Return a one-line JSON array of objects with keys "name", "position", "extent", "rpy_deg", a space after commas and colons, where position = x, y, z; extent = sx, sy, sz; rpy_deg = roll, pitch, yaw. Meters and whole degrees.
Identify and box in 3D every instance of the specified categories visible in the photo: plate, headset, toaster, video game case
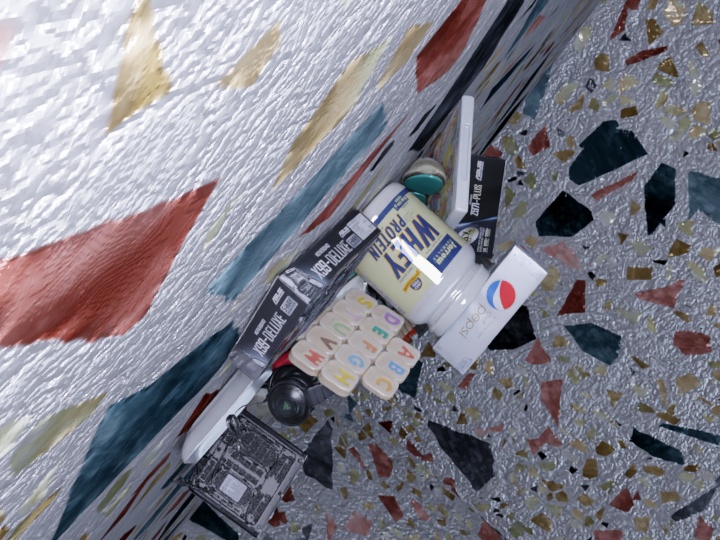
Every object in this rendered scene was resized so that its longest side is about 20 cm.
[{"name": "plate", "position": [-0.200, 0.203, 1.144], "extent": [0.201, 0.032, 0.200], "rpy_deg": [-51, 177, -15]}, {"name": "headset", "position": [-0.095, 0.189, 1.075], "extent": [0.196, 0.096, 0.123], "rpy_deg": [-22, -172, -5]}, {"name": "toaster", "position": [-0.228, 0.383, 1.455], "extent": [0.183, 0.198, 0.119], "rpy_deg": [-56, -179, -19]}, {"name": "video game case", "position": [0.141, -0.148, 1.205], "extent": [0.200, 0.022, 0.187], "rpy_deg": [115, -18, -73]}]

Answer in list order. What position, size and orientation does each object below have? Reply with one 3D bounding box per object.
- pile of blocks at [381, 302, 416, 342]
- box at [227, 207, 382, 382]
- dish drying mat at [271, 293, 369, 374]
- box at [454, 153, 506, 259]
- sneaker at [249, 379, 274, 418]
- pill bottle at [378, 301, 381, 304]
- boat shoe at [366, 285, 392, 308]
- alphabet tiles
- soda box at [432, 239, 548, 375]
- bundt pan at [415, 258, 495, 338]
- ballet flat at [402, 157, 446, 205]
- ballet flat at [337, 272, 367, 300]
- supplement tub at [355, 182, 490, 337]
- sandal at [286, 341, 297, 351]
[{"name": "pile of blocks", "position": [0.072, 0.079, 1.272], "extent": [0.081, 0.063, 0.200], "rpy_deg": [-19, -162, 47]}, {"name": "box", "position": [-0.066, 0.027, 0.941], "extent": [0.159, 0.050, 0.200], "rpy_deg": [-54, 175, 39]}, {"name": "dish drying mat", "position": [-0.060, 0.112, 1.188], "extent": [0.198, 0.018, 0.078], "rpy_deg": [-36, 147, -30]}, {"name": "box", "position": [0.180, -0.121, 1.322], "extent": [0.200, 0.084, 0.168], "rpy_deg": [-109, -153, -79]}, {"name": "sneaker", "position": [-0.152, 0.206, 1.324], "extent": [0.085, 0.075, 0.199], "rpy_deg": [-50, -165, -21]}, {"name": "pill bottle", "position": [0.063, -0.008, 1.445], "extent": [0.115, 0.114, 0.201], "rpy_deg": [-48, 175, -24]}, {"name": "boat shoe", "position": [0.026, 0.021, 1.299], "extent": [0.068, 0.074, 0.199], "rpy_deg": [-38, -152, -9]}, {"name": "alphabet tiles", "position": [-0.015, 0.095, 1.070], "extent": [0.200, 0.193, 0.015], "rpy_deg": [-43, 162, -53]}, {"name": "soda box", "position": [0.193, 0.055, 1.130], "extent": [0.201, 0.063, 0.068], "rpy_deg": [-52, 176, 15]}, {"name": "bundt pan", "position": [0.157, 0.030, 1.415], "extent": [0.201, 0.076, 0.202], "rpy_deg": [-42, 172, -7]}, {"name": "ballet flat", "position": [0.098, -0.151, 1.221], "extent": [0.200, 0.066, 0.064], "rpy_deg": [127, -24, -77]}, {"name": "ballet flat", "position": [0.000, 0.000, 1.216], "extent": [0.201, 0.069, 0.070], "rpy_deg": [-50, 177, -28]}, {"name": "supplement tub", "position": [0.080, -0.015, 1.123], "extent": [0.146, 0.199, 0.145], "rpy_deg": [-49, 176, -5]}, {"name": "sandal", "position": [-0.083, 0.142, 1.301], "extent": [0.078, 0.069, 0.212], "rpy_deg": [-56, 179, 23]}]
